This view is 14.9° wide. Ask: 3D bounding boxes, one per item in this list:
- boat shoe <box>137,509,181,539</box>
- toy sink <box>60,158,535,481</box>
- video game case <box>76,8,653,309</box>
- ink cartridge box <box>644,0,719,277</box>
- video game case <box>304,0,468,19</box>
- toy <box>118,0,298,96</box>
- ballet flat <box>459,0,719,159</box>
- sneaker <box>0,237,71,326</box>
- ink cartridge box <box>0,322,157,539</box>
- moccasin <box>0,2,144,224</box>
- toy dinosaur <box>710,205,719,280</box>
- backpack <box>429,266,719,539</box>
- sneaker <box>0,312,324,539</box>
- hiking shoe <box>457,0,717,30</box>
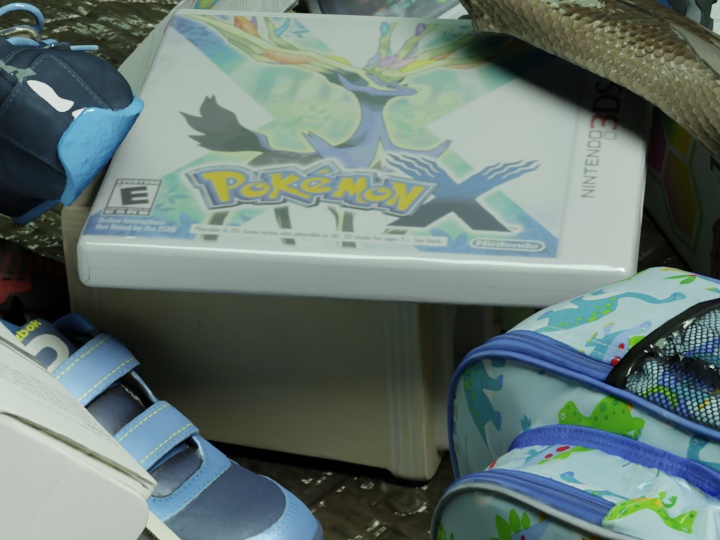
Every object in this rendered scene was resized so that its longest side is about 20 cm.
[{"bbox_3d":[-0.087,0.126,0.944,0.199,0.073,0.063,28,40,32],"label":"boat shoe"},{"bbox_3d":[0.000,0.000,1.095,0.199,0.113,0.131,7,35,15],"label":"toy sink"},{"bbox_3d":[0.009,-0.046,1.041,0.199,0.022,0.183,2,33,8],"label":"video game case"},{"bbox_3d":[0.163,-0.053,1.172,0.059,0.104,0.200,-11,34,-12],"label":"ink cartridge box"},{"bbox_3d":[0.052,-0.171,1.294,0.181,0.023,0.200,-32,31,7],"label":"video game case"},{"bbox_3d":[-0.046,-0.110,1.257,0.047,0.200,0.115,36,29,-18],"label":"toy"},{"bbox_3d":[0.106,-0.075,1.029,0.200,0.047,0.067,36,17,27],"label":"ballet flat"},{"bbox_3d":[-0.207,-0.012,1.117,0.199,0.071,0.098,6,63,-6],"label":"sneaker"},{"bbox_3d":[-0.183,0.072,0.959,0.147,0.083,0.200,-54,44,2],"label":"ink cartridge box"},{"bbox_3d":[-0.127,-0.067,1.054,0.081,0.068,0.200,-55,10,-12],"label":"moccasin"},{"bbox_3d":[0.169,0.026,1.049,0.135,0.086,0.201,14,80,38],"label":"toy dinosaur"},{"bbox_3d":[0.107,0.097,0.874,0.146,0.184,0.200,-24,26,-25],"label":"backpack"},{"bbox_3d":[-0.103,0.067,1.026,0.199,0.083,0.074,19,36,28],"label":"sneaker"},{"bbox_3d":[0.087,-0.098,1.145,0.086,0.200,0.075,-1,57,-18],"label":"hiking shoe"}]
